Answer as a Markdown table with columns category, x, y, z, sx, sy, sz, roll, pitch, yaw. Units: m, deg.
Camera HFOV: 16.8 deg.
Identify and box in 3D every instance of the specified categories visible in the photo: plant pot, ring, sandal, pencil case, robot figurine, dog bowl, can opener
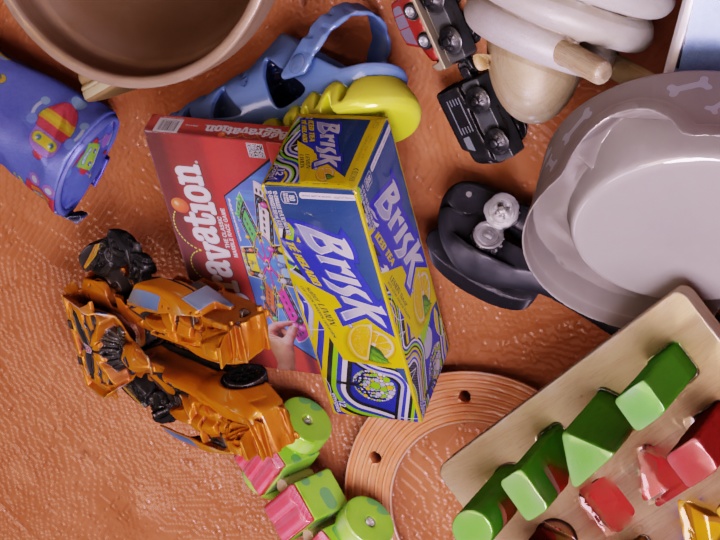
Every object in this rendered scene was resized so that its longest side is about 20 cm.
| category | x | y | z | sx | sy | sz | roll | pitch | yaw |
| --- | --- | --- | --- | --- | --- | --- | --- | --- | --- |
| plant pot | -0.120 | -0.215 | 1.447 | 0.199 | 0.093 | 0.203 | 7 | 107 | 24 |
| ring | 0.082 | 0.159 | 1.604 | 0.199 | 0.019 | 0.202 | 7 | 110 | 21 |
| sandal | -0.044 | -0.111 | 1.549 | 0.199 | 0.079 | 0.088 | -14 | 67 | 34 |
| pencil case | -0.252 | -0.114 | 1.630 | 0.199 | 0.087 | 0.078 | 31 | 86 | 12 |
| robot figurine | -0.126 | 0.052 | 1.601 | 0.199 | 0.058 | 0.146 | 16 | 127 | 46 |
| dog bowl | 0.193 | -0.040 | 1.408 | 0.198 | 0.059 | 0.201 | 2 | 146 | 1 |
| can opener | 0.135 | 0.002 | 1.513 | 0.199 | 0.079 | 0.064 | 22 | 76 | 13 |

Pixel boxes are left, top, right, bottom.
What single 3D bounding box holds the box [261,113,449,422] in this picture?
| category | x | y | z | sx | sy | sz | roll | pitch | yaw |
| --- | --- | --- | --- | --- | --- | --- | --- | --- | --- |
| box | 0.000 | 0.000 | 1.513 | 0.064 | 0.070 | 0.201 | 3 | 135 | 22 |

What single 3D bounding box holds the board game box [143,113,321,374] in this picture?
| category | x | y | z | sx | sy | sz | roll | pitch | yaw |
| --- | --- | --- | --- | --- | --- | --- | --- | --- | --- |
| board game box | -0.068 | -0.013 | 1.568 | 0.102 | 0.020 | 0.201 | 7 | 135 | 24 |

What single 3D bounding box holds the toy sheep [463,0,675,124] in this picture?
| category | x | y | z | sx | sy | sz | roll | pitch | yaw |
| --- | --- | --- | --- | --- | --- | --- | --- | --- | --- |
| toy sheep | 0.128 | -0.180 | 1.408 | 0.137 | 0.138 | 0.201 | 26 | 101 | 14 |

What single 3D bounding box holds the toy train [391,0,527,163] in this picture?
| category | x | y | z | sx | sy | sz | roll | pitch | yaw |
| --- | --- | --- | --- | --- | --- | --- | --- | --- | --- |
| toy train | 0.044 | -0.157 | 1.508 | 0.046 | 0.034 | 0.201 | -19 | 100 | 41 |

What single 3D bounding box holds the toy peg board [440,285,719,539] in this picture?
| category | x | y | z | sx | sy | sz | roll | pitch | yaw |
| --- | --- | --- | --- | --- | --- | --- | --- | --- | --- |
| toy peg board | 0.164 | 0.153 | 1.422 | 0.200 | 0.098 | 0.200 | -39 | 88 | 27 |

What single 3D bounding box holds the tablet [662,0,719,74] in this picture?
| category | x | y | z | sx | sy | sz | roll | pitch | yaw |
| --- | --- | --- | --- | --- | --- | --- | --- | --- | --- |
| tablet | 0.280 | -0.138 | 1.377 | 0.198 | 0.014 | 0.131 | 12 | 113 | -4 |

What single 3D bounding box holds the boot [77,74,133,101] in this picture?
| category | x | y | z | sx | sy | sz | roll | pitch | yaw |
| --- | --- | --- | --- | --- | --- | --- | --- | --- | --- |
| boot | -0.139 | -0.213 | 1.551 | 0.200 | 0.073 | 0.156 | -37 | 86 | 36 |

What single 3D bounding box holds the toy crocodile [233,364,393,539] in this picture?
| category | x | y | z | sx | sy | sz | roll | pitch | yaw |
| --- | --- | --- | --- | --- | --- | --- | --- | --- | --- |
| toy crocodile | -0.038 | 0.151 | 1.616 | 0.201 | 0.062 | 0.068 | 56 | 131 | 17 |
